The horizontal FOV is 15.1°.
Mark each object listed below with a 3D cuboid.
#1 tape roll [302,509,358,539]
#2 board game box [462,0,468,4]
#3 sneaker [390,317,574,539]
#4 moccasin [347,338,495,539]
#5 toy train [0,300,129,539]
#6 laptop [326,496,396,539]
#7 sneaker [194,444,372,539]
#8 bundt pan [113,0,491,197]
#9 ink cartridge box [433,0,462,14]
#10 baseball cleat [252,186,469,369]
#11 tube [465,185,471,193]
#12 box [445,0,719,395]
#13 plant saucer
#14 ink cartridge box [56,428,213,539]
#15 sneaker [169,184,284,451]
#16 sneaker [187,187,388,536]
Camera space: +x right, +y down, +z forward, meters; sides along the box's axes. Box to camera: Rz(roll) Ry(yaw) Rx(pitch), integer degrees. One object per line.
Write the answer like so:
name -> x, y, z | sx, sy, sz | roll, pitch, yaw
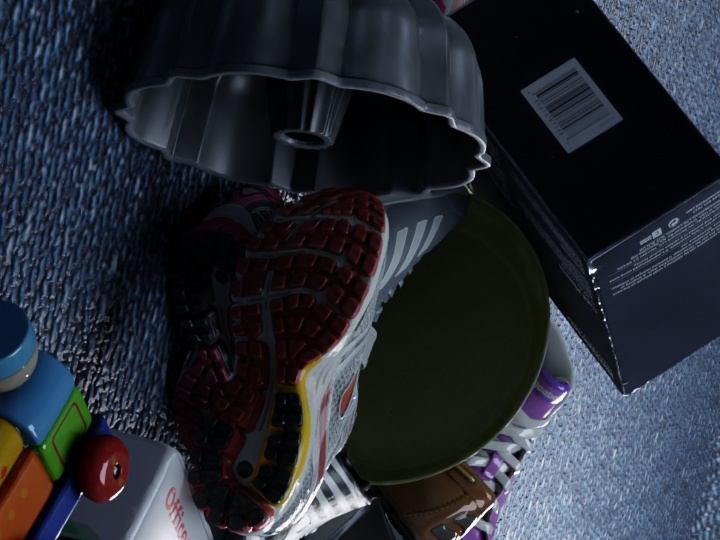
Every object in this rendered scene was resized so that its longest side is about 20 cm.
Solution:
tape roll -> 0.005, 0.168, 1.877 | 0.203, 0.037, 0.203 | -46, 175, -5
board game box -> 0.030, -0.104, 1.850 | 0.153, 0.040, 0.201 | 81, 30, -54
sneaker -> 0.082, 0.112, 1.752 | 0.114, 0.072, 0.201 | -30, -140, 48
moccasin -> 0.012, 0.091, 1.731 | 0.078, 0.201, 0.074 | -36, 140, -9
toy train -> -0.195, 0.119, 1.297 | 0.200, 0.084, 0.116 | -61, 149, -34
laptop -> -0.063, 0.238, 1.718 | 0.187, 0.116, 0.200 | -41, -165, -19
sneaker -> -0.053, 0.159, 1.619 | 0.115, 0.076, 0.201 | -19, 164, -25
bundt pan -> -0.026, -0.104, 1.437 | 0.202, 0.201, 0.076 | 50, 45, -69
ink cartridge box -> -0.005, -0.155, 1.641 | 0.200, 0.075, 0.166 | 38, 71, -71
baseball cleat -> 0.000, 0.000, 1.600 | 0.200, 0.069, 0.107 | -17, 106, -52
tube -> 0.058, -0.052, 1.837 | 0.058, 0.052, 0.200 | -43, 173, 13
box -> 0.140, -0.058, 1.675 | 0.104, 0.200, 0.182 | -31, 151, -6
plant saucer -> 0.025, 0.043, 1.694 | 0.201, 0.199, 0.031 | -69, 154, -16
ink cartridge box -> -0.161, 0.199, 1.455 | 0.145, 0.084, 0.201 | 78, 33, -57
sneaker -> -0.064, 0.043, 1.626 | 0.075, 0.080, 0.201 | -56, 155, -49
sneaker -> -0.035, 0.049, 1.488 | 0.201, 0.078, 0.082 | -69, 158, -7
